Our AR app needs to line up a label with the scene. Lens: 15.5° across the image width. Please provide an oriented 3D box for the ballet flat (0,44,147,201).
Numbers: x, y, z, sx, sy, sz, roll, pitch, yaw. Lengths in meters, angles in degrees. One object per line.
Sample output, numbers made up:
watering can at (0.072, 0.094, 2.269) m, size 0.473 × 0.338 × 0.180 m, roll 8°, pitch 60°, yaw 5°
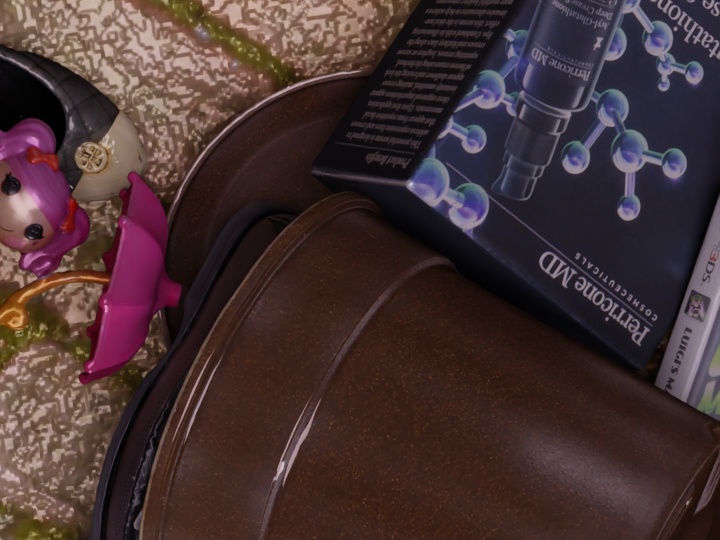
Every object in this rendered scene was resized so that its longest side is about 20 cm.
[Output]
ballet flat at (-0.187, -0.080, 1.201) m, size 0.200 × 0.057 × 0.066 m, roll 25°, pitch 97°, yaw -20°

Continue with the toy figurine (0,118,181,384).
toy figurine at (-0.178, 0.000, 1.188) m, size 0.184 × 0.150 × 0.200 m, roll -27°, pitch 100°, yaw -10°

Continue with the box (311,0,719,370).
box at (0.102, -0.081, 1.198) m, size 0.148 × 0.107 × 0.200 m, roll 37°, pitch 80°, yaw -23°

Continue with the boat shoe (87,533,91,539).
boat shoe at (-0.111, 0.164, 1.266) m, size 0.072 × 0.072 × 0.200 m, roll 38°, pitch 94°, yaw -14°

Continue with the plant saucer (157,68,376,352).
plant saucer at (0.000, 0.000, 1.266) m, size 0.200 × 0.037 × 0.200 m, roll -2°, pitch 104°, yaw -9°

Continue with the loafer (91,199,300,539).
loafer at (-0.061, 0.066, 1.199) m, size 0.072 × 0.063 × 0.200 m, roll 23°, pitch 88°, yaw -45°

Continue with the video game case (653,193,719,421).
video game case at (0.205, 0.054, 1.236) m, size 0.200 × 0.023 × 0.182 m, roll 4°, pitch 108°, yaw -46°

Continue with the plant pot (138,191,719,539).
plant pot at (0.043, 0.095, 1.119) m, size 0.198 × 0.200 × 0.200 m, roll 24°, pitch 99°, yaw 18°
